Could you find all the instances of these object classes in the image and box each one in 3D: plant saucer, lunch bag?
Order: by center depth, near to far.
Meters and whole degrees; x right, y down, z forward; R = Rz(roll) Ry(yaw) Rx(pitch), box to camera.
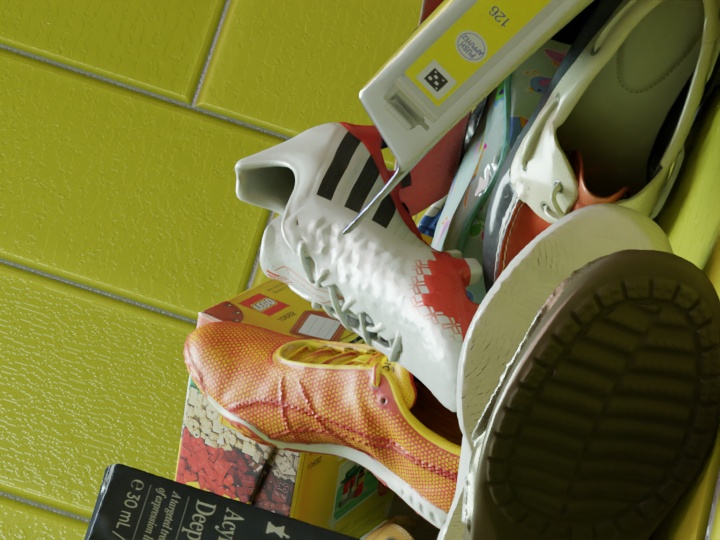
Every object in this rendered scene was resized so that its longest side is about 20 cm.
[{"bbox_3d":[0.081,-0.018,1.105,0.161,0.077,0.200,-74,3,-55],"label":"lunch bag"},{"bbox_3d":[0.053,-0.146,1.150,0.200,0.037,0.200,96,-175,-68],"label":"plant saucer"}]

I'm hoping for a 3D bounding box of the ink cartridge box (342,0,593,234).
[{"bbox_3d":[0.079,-0.124,0.861,0.200,0.047,0.198,-39,6,42],"label":"ink cartridge box"}]

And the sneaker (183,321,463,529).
[{"bbox_3d":[0.003,0.059,1.050,0.073,0.200,0.077,-39,-38,-51],"label":"sneaker"}]

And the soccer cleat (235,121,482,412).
[{"bbox_3d":[0.000,0.000,1.005,0.200,0.085,0.069,-117,20,-46],"label":"soccer cleat"}]

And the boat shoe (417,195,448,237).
[{"bbox_3d":[0.082,-0.034,1.376,0.200,0.072,0.072,-63,-5,-15],"label":"boat shoe"}]

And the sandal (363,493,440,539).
[{"bbox_3d":[0.012,0.176,1.132,0.080,0.054,0.200,-23,35,46],"label":"sandal"}]

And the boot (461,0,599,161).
[{"bbox_3d":[0.112,-0.151,1.243,0.211,0.079,0.158,92,-161,-58],"label":"boot"}]

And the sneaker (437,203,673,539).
[{"bbox_3d":[0.076,0.055,0.868,0.089,0.075,0.200,-52,-19,-63],"label":"sneaker"}]

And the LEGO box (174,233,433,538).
[{"bbox_3d":[-0.016,0.074,1.229,0.200,0.077,0.149,-26,-48,-55],"label":"LEGO box"}]

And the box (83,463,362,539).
[{"bbox_3d":[-0.046,0.198,0.966,0.149,0.200,0.107,-78,7,-55],"label":"box"}]

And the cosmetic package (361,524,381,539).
[{"bbox_3d":[-0.016,0.194,1.405,0.085,0.107,0.200,-74,4,-46],"label":"cosmetic package"}]

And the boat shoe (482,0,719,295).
[{"bbox_3d":[0.104,-0.049,0.922,0.063,0.071,0.200,-74,8,-64],"label":"boat shoe"}]

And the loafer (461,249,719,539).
[{"bbox_3d":[0.069,0.071,0.749,0.067,0.076,0.200,-89,16,-60],"label":"loafer"}]
